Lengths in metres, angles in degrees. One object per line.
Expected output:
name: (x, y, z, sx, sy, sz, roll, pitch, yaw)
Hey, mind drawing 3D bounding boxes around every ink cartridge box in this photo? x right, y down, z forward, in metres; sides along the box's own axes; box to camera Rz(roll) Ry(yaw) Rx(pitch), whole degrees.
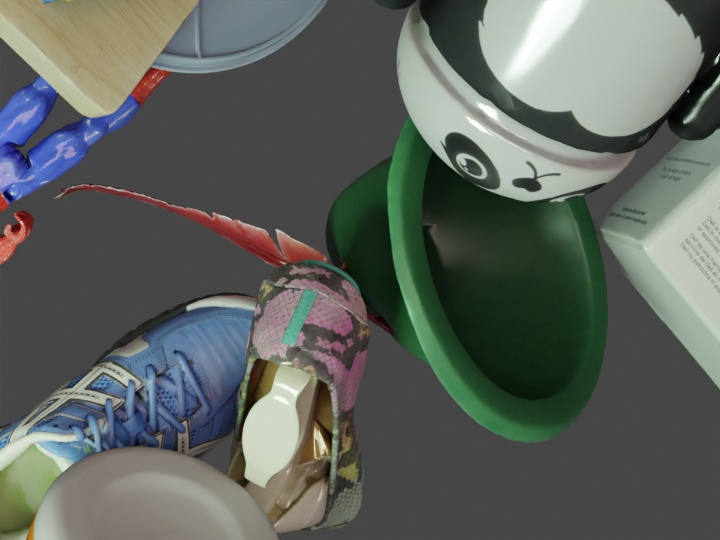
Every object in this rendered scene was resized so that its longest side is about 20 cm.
ink cartridge box: (0.241, -0.033, 1.031, 0.200, 0.083, 0.147, -42, 105, -5)

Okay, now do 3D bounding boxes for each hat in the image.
hat: (0.000, 0.000, 1.006, 0.166, 0.176, 0.200, -41, 110, -49)

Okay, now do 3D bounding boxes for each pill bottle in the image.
pill bottle: (-0.116, 0.185, 0.926, 0.113, 0.113, 0.200, 14, 127, -15)

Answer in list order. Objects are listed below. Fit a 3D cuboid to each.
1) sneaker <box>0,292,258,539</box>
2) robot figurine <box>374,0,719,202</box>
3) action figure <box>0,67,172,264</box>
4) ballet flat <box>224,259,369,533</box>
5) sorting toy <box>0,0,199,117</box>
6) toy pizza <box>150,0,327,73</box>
sneaker: (-0.117, 0.082, 0.966, 0.200, 0.077, 0.076, -36, 102, -9)
robot figurine: (0.097, -0.120, 0.864, 0.150, 0.125, 0.200, 44, 125, 14)
action figure: (-0.159, -0.053, 0.929, 0.200, 0.099, 0.065, -44, 96, -2)
ballet flat: (-0.034, 0.077, 0.936, 0.069, 0.200, 0.071, 22, 54, 12)
sorting toy: (-0.111, -0.204, 0.856, 0.200, 0.070, 0.199, 45, 66, -27)
toy pizza: (-0.085, -0.191, 0.936, 0.200, 0.032, 0.201, 0, 90, -36)
